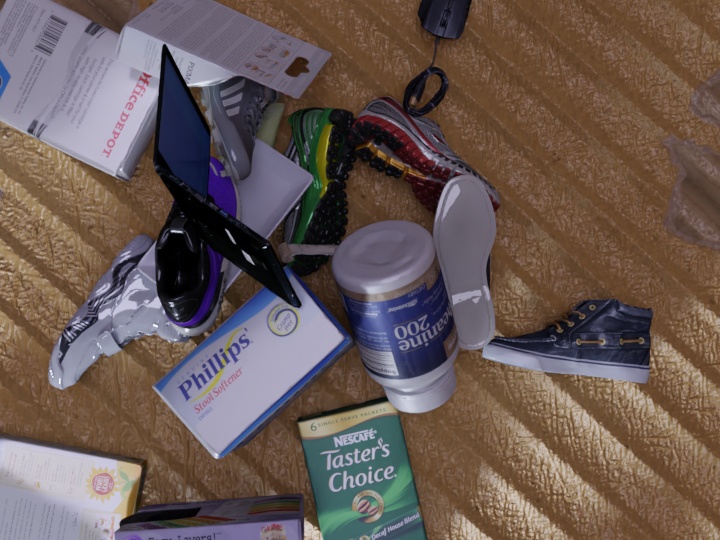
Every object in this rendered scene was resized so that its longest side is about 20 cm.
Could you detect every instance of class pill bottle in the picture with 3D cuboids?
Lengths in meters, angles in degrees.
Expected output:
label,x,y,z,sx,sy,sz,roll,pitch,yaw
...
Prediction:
label,x,y,z,sx,sy,sz,roll,pitch,yaw
pill bottle,0.045,0.055,1.117,0.110,0.111,0.201,-19,125,-2

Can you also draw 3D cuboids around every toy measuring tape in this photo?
label,x,y,z,sx,sy,sz,roll,pitch,yaw
toy measuring tape,0.000,0.000,1.176,0.199,0.074,0.074,-1,88,-20

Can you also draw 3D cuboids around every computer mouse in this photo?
label,x,y,z,sx,sy,sz,roll,pitch,yaw
computer mouse,0.088,-0.264,1.185,0.058,0.034,0.201,17,68,-5

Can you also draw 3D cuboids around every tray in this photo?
label,x,y,z,sx,sy,sz,roll,pitch,yaw
tray,-0.148,-0.050,1.151,0.107,0.022,0.200,35,82,19

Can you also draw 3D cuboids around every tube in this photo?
label,x,y,z,sx,sy,sz,roll,pitch,yaw
tube,-0.140,-0.101,1.200,0.058,0.052,0.201,13,81,-33

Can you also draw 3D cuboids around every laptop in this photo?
label,x,y,z,sx,sy,sz,roll,pitch,yaw
laptop,-0.118,-0.081,0.965,0.200,0.177,0.103,34,78,16

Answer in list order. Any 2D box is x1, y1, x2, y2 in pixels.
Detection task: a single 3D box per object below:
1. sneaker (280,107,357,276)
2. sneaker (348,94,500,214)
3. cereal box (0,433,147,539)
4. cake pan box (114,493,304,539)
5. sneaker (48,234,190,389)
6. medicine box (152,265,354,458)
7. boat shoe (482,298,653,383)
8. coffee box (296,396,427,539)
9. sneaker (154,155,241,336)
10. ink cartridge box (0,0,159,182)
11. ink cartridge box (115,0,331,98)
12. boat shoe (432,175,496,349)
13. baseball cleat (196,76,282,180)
label,x,y,z,sx,sy,sz,roll,pitch,yaw
sneaker,-0.060,-0.090,1.198,0.085,0.078,0.201,14,94,31
sneaker,0.084,-0.132,1.189,0.200,0.078,0.082,37,49,-16
cereal box,-0.357,0.272,1.185,0.199,0.040,0.145,12,88,-1
cake pan box,-0.159,0.284,1.119,0.199,0.184,0.053,-4,84,-1
sneaker,-0.262,0.068,1.175,0.115,0.075,0.200,34,84,2
medicine box,-0.105,0.099,1.115,0.182,0.200,0.103,-42,86,-2
boat shoe,0.241,0.074,1.197,0.199,0.071,0.092,7,87,-8
coffee box,0.004,0.255,1.193,0.122,0.044,0.201,-11,89,-2
sneaker,-0.175,-0.040,1.086,0.069,0.100,0.201,-1,70,11
ink cartridge box,-0.326,-0.209,1.177,0.199,0.084,0.147,27,87,-1
ink cartridge box,-0.148,-0.239,1.148,0.199,0.163,0.057,27,122,-2
boat shoe,0.117,-0.012,1.171,0.073,0.060,0.201,-11,107,-4
baseball cleat,-0.127,-0.182,1.148,0.106,0.070,0.201,-17,50,-6
